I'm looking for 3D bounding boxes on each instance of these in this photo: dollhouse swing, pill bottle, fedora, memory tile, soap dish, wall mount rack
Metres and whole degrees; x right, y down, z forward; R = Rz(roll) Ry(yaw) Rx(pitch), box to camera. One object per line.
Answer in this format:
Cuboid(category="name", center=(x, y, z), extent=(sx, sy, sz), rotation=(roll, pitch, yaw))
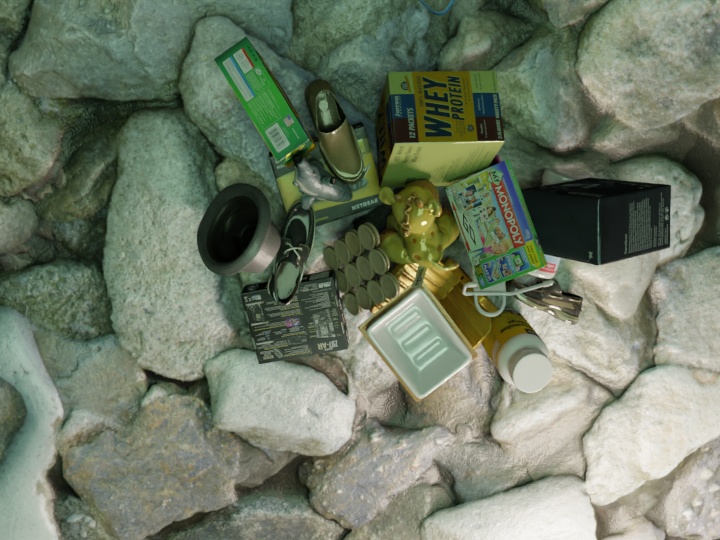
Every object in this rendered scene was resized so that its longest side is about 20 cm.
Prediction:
Cuboid(category="dollhouse swing", center=(0.145, 0.086, 1.528), extent=(0.200, 0.183, 0.175), rotation=(-46, 152, 9))
Cuboid(category="pill bottle", center=(0.379, -0.097, 1.540), extent=(0.106, 0.109, 0.205), rotation=(13, 107, -12))
Cuboid(category="fedora", center=(-0.220, -0.065, 1.447), extent=(0.090, 0.198, 0.180), rotation=(32, 87, -43))
Cuboid(category="memory tile", center=(0.000, 0.000, 1.475), extent=(0.017, 0.199, 0.156), rotation=(-26, 89, -33))
Cuboid(category="soap dish", center=(0.111, 0.133, 1.479), extent=(0.156, 0.081, 0.201), rotation=(-37, 105, 7))
Cuboid(category="wall mount rack", center=(0.282, -0.016, 1.486), extent=(0.168, 0.075, 0.206), rotation=(-1, 67, 1))
Cuboid(category="pill bottle", center=(0.326, 0.167, 1.576), extent=(0.109, 0.201, 0.116), rotation=(-3, 110, -7))

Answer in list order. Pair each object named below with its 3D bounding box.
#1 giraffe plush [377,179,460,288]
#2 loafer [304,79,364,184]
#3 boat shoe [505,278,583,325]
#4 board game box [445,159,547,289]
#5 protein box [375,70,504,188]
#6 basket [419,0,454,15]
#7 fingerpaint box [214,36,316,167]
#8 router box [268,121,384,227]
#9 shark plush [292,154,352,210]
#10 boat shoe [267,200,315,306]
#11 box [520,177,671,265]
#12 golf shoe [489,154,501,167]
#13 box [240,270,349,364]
Cuboid(category="giraffe plush", center=(0.103, -0.097, 1.420), extent=(0.167, 0.203, 0.165), rotation=(-8, 133, 8))
Cuboid(category="loafer", center=(-0.049, -0.250, 1.393), extent=(0.075, 0.068, 0.204), rotation=(-26, 106, 1))
Cuboid(category="boat shoe", center=(0.395, 0.050, 1.622), extent=(0.196, 0.074, 0.075), rotation=(22, 95, -24))
Cuboid(category="board game box", center=(0.249, -0.083, 1.394), extent=(0.132, 0.029, 0.205), rotation=(-22, 87, 34))
Cuboid(category="protein box", center=(0.137, -0.254, 1.384), extent=(0.194, 0.199, 0.139), rotation=(-3, 74, -7))
Cuboid(category="basket", center=(0.119, -0.572, 1.309), extent=(0.199, 0.139, 0.178), rotation=(41, 102, 12))
Cuboid(category="fingerpaint box", center=(-0.161, -0.292, 1.337), extent=(0.072, 0.167, 0.203), rotation=(-32, 93, 3))
Cuboid(category="router box", center=(-0.065, -0.180, 1.477), extent=(0.195, 0.052, 0.161), rotation=(-18, 110, -2))
Cuboid(category="shark plush", center=(-0.073, -0.175, 1.356), extent=(0.081, 0.201, 0.093), rotation=(17, 72, 18))
Cuboid(category="boat shoe", center=(-0.128, -0.032, 1.455), extent=(0.070, 0.068, 0.205), rotation=(15, 100, -12))
Cuboid(category="box", center=(0.425, -0.095, 1.377), extent=(0.196, 0.195, 0.121), rotation=(-12, 106, -30))
Cuboid(category="golf shoe", center=(0.252, -0.135, 1.463), extent=(0.073, 0.205, 0.092), rotation=(-2, 148, 3))
Cuboid(category="box", center=(-0.132, 0.097, 1.552), extent=(0.194, 0.044, 0.164), rotation=(-11, 110, 7))
